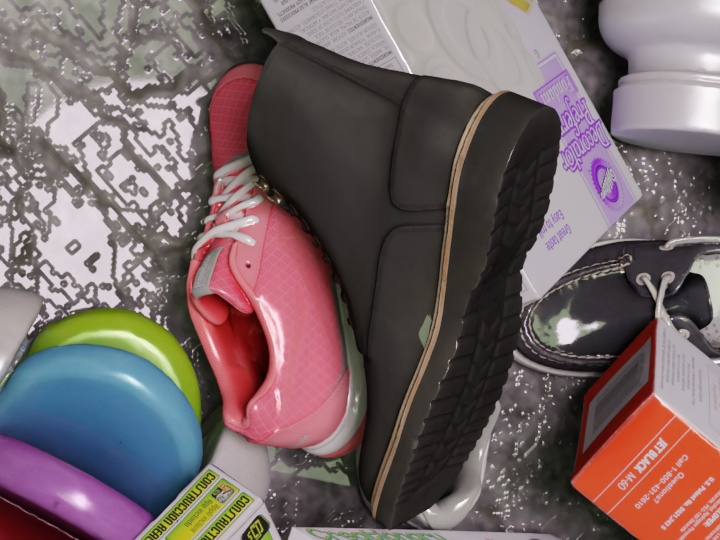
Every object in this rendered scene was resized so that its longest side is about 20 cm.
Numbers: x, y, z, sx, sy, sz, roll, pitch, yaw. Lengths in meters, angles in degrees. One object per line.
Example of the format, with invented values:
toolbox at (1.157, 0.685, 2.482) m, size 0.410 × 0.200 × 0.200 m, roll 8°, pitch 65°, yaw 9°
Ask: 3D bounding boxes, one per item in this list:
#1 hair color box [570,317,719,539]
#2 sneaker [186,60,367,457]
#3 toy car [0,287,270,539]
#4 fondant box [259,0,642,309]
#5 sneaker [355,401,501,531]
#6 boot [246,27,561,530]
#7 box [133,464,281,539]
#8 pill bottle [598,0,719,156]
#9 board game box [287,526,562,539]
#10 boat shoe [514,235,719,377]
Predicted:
hair color box at (0.197, 0.121, 0.720) m, size 0.200 × 0.111 × 0.064 m, roll 38°, pitch 110°, yaw -1°
sneaker at (-0.045, -0.011, 0.716) m, size 0.087 × 0.074 × 0.200 m, roll 4°, pitch 69°, yaw -50°
toy car at (-0.140, 0.110, 0.683) m, size 0.175 × 0.150 × 0.200 m, roll 31°, pitch 83°, yaw -10°
fondant box at (0.046, -0.089, 0.736) m, size 0.200 × 0.058 × 0.144 m, roll 61°, pitch 37°, yaw -6°
sneaker at (0.037, 0.034, 0.750) m, size 0.078 × 0.099 × 0.200 m, roll -7°, pitch 91°, yaw -13°
boot at (0.000, 0.000, 0.677) m, size 0.138 × 0.077 × 0.200 m, roll 24°, pitch 109°, yaw 25°
box at (-0.066, 0.187, 0.683) m, size 0.110 × 0.035 × 0.200 m, roll -46°, pitch 143°, yaw -23°
pill bottle at (0.182, -0.164, 0.781) m, size 0.111 × 0.111 × 0.200 m, roll 8°, pitch 87°, yaw -13°
board game box at (0.026, 0.187, 0.715) m, size 0.200 × 0.035 × 0.126 m, roll 13°, pitch 97°, yaw -48°
boat shoe at (0.174, 0.018, 0.802) m, size 0.200 × 0.060 × 0.074 m, roll -3°, pitch 90°, yaw -13°
